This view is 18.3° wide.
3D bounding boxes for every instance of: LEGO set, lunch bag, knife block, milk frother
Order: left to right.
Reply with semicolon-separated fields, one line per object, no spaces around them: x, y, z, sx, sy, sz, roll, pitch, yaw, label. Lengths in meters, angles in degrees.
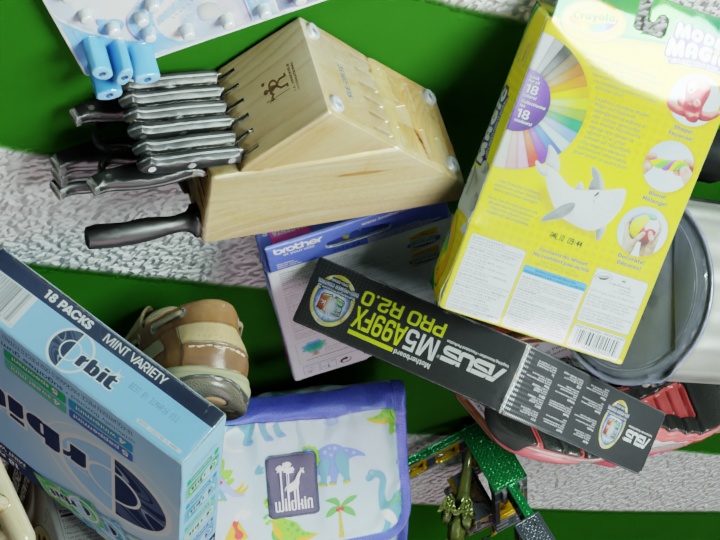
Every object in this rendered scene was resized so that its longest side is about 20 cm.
-0.064;-0.057;1.234;0.175;0.064;0.200;-30;151;25;knife block
-0.054;0.150;1.573;0.169;0.128;0.201;-8;142;-10;lunch bag
0.085;0.217;1.724;0.153;0.200;0.116;-35;157;-11;LEGO set
0.183;0.021;1.387;0.187;0.181;0.200;7;132;-45;milk frother

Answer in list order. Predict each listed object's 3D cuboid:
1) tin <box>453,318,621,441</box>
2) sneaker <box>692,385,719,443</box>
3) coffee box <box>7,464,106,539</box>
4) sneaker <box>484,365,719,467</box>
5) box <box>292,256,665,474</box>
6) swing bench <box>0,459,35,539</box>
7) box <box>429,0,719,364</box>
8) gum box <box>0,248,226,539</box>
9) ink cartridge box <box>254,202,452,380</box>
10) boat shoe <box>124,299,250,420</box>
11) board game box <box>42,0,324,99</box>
0.127;0.075;1.628;0.111;0.042;0.200;-26;152;8;tin
0.273;0.094;1.724;0.199;0.078;0.085;-12;160;14;sneaker
-0.172;0.198;1.498;0.079;0.201;0.113;-10;152;-20;coffee box
0.168;0.118;1.612;0.199;0.074;0.087;0;150;-31;sneaker
0.075;0.059;1.361;0.200;0.160;0.044;26;88;-57;box
-0.311;0.092;1.224;0.198;0.201;0.130;-27;157;21;swing bench
0.125;-0.060;1.236;0.117;0.048;0.201;18;107;-12;box
-0.162;0.096;1.357;0.045;0.170;0.200;-48;166;-25;gum box
0.000;0.000;1.405;0.119;0.042;0.200;-17;156;-3;ink cartridge box
-0.117;0.061;1.406;0.075;0.074;0.200;11;165;-25;boat shoe
-0.063;-0.166;1.069;0.199;0.026;0.200;-18;153;2;board game box
